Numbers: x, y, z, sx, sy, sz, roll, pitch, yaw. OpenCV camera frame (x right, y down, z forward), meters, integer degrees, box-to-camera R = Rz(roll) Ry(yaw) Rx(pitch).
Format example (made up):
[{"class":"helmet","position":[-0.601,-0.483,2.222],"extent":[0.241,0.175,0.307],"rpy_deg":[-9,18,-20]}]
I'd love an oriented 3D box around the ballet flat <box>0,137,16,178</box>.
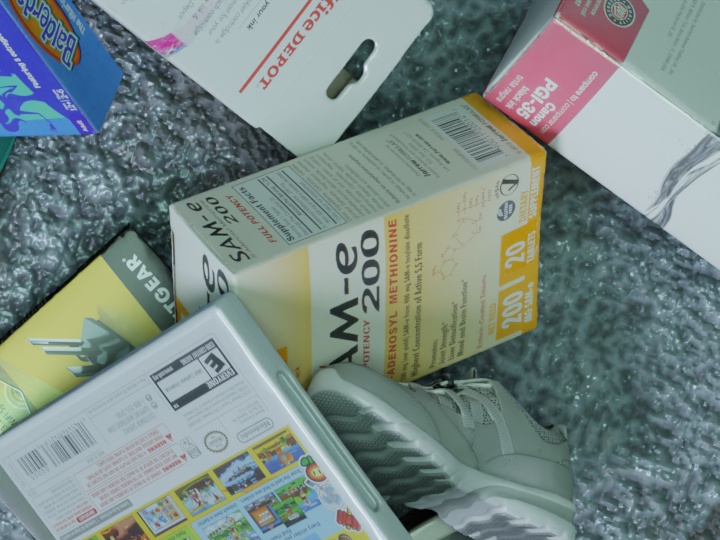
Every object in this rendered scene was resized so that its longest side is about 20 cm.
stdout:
[{"class":"ballet flat","position":[-0.240,-0.027,1.396],"extent":[0.071,0.072,0.201],"rpy_deg":[21,72,-7]}]

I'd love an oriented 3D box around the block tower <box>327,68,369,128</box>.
[{"class":"block tower","position":[-0.083,-0.142,1.423],"extent":[0.200,0.058,0.054],"rpy_deg":[41,89,-8]}]

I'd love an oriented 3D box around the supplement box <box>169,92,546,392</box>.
[{"class":"supplement box","position":[0.000,0.000,1.372],"extent":[0.199,0.074,0.127],"rpy_deg":[-22,133,-25]}]

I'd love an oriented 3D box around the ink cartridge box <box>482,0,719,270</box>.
[{"class":"ink cartridge box","position":[0.186,-0.100,1.404],"extent":[0.200,0.083,0.147],"rpy_deg":[36,46,-7]}]

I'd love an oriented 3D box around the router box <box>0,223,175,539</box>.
[{"class":"router box","position":[-0.122,0.099,1.434],"extent":[0.157,0.052,0.200],"rpy_deg":[-43,96,-2]}]

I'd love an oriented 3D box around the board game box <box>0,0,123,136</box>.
[{"class":"board game box","position":[-0.244,-0.130,1.317],"extent":[0.199,0.152,0.045],"rpy_deg":[1,55,29]}]

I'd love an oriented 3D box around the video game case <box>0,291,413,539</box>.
[{"class":"video game case","position":[-0.082,0.125,1.340],"extent":[0.200,0.023,0.182],"rpy_deg":[-31,98,38]}]

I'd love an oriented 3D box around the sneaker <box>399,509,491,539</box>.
[{"class":"sneaker","position":[0.007,0.216,1.442],"extent":[0.199,0.075,0.107],"rpy_deg":[-30,93,-5]}]

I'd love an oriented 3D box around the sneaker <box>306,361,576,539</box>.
[{"class":"sneaker","position":[0.043,0.088,1.388],"extent":[0.200,0.074,0.082],"rpy_deg":[32,56,-41]}]

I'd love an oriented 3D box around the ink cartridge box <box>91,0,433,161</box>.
[{"class":"ink cartridge box","position":[-0.071,-0.160,1.343],"extent":[0.200,0.068,0.115],"rpy_deg":[38,91,-29]}]
